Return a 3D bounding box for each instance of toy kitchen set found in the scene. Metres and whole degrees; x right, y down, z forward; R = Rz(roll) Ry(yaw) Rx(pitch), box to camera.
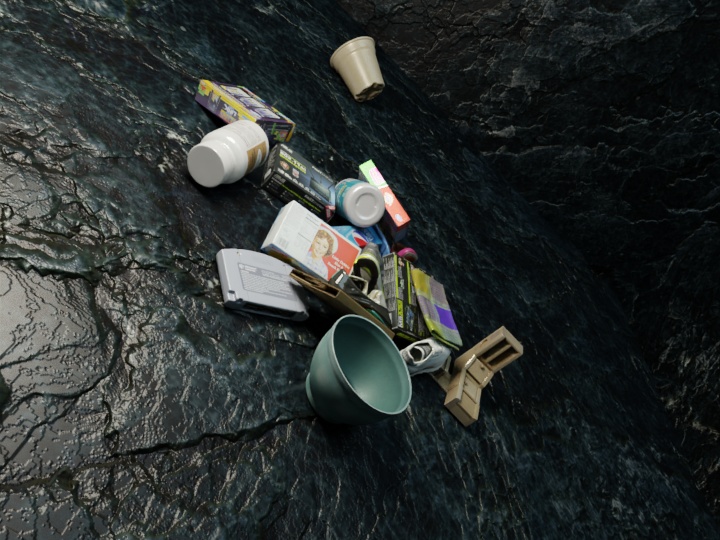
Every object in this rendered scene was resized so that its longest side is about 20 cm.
[{"bbox_3d":[0.282,0.235,1.363,0.163,0.180,0.200,45,30,-6],"label":"toy kitchen set"}]

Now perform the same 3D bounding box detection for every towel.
[{"bbox_3d":[0.190,0.092,1.362,0.143,0.023,0.202,33,34,-39],"label":"towel"}]

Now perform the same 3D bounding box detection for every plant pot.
[{"bbox_3d":[0.002,-0.789,2.174,0.200,0.199,0.186,-13,78,-58],"label":"plant pot"},{"bbox_3d":[-0.020,0.205,1.022,0.199,0.134,0.202,35,32,-26],"label":"plant pot"}]

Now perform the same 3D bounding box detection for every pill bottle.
[{"bbox_3d":[-0.014,-0.185,1.454,0.110,0.111,0.200,36,1,-22],"label":"pill bottle"},{"bbox_3d":[-0.290,-0.256,1.197,0.114,0.114,0.200,45,29,-8],"label":"pill bottle"}]

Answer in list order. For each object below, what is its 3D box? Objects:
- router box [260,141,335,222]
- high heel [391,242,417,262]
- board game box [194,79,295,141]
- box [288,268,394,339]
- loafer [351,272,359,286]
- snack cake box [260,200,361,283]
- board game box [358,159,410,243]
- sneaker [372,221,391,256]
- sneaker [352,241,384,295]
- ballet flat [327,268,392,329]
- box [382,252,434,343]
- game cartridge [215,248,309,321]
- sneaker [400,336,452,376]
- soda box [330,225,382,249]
[{"bbox_3d":[-0.155,-0.225,1.403,0.199,0.062,0.151,33,32,-28],"label":"router box"},{"bbox_3d":[0.107,-0.054,1.492,0.200,0.066,0.097,104,-32,-76],"label":"high heel"},{"bbox_3d":[-0.288,-0.399,1.370,0.199,0.057,0.165,38,27,18],"label":"board game box"},{"bbox_3d":[-0.037,0.071,1.123,0.162,0.021,0.200,21,-15,46],"label":"box"},{"bbox_3d":[0.000,0.000,1.354,0.199,0.067,0.077,11,47,-49],"label":"loafer"},{"bbox_3d":[-0.107,-0.047,1.210,0.199,0.067,0.116,35,63,-23],"label":"snack cake box"},{"bbox_3d":[0.062,-0.188,1.516,0.202,0.040,0.153,58,-9,11],"label":"board game box"},{"bbox_3d":[0.049,-0.092,1.525,0.082,0.071,0.202,15,46,-49],"label":"sneaker"},{"bbox_3d":[0.031,0.020,1.273,0.073,0.202,0.082,12,49,14],"label":"sneaker"},{"bbox_3d":[0.012,0.063,1.198,0.199,0.068,0.069,39,71,-33],"label":"ballet flat"},{"bbox_3d":[0.128,0.081,1.389,0.192,0.047,0.203,25,56,-44],"label":"box"},{"bbox_3d":[-0.195,0.026,1.087,0.198,0.040,0.135,18,46,-44],"label":"game cartridge"},{"bbox_3d":[0.161,0.196,1.293,0.198,0.081,0.077,-19,62,-41],"label":"sneaker"},{"bbox_3d":[-0.029,-0.070,1.395,0.065,0.068,0.199,57,29,13],"label":"soda box"}]
